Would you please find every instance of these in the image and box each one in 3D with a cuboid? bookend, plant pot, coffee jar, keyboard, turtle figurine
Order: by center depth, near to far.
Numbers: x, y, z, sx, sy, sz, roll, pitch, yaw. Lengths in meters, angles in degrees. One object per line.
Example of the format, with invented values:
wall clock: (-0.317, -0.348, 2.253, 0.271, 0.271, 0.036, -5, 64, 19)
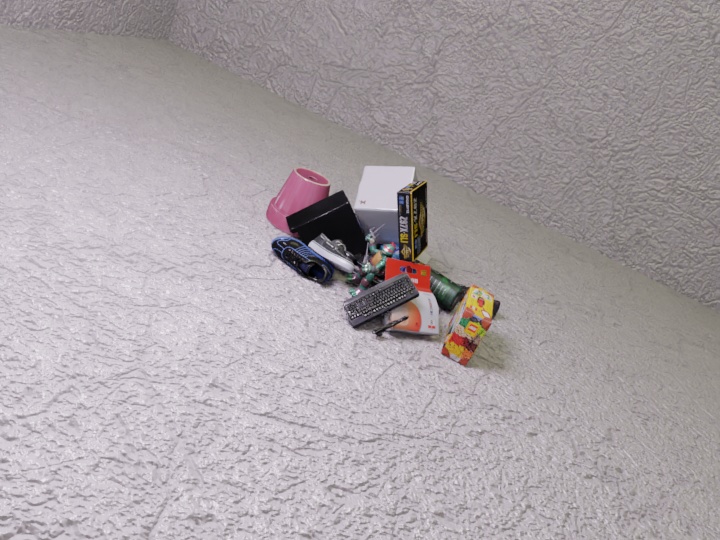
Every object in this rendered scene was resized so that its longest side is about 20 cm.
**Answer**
keyboard: (0.064, 0.095, 1.435, 0.199, 0.021, 0.127, -26, 76, -15)
turtle figurine: (0.035, -0.022, 1.556, 0.100, 0.200, 0.150, 29, 29, -10)
bookend: (-0.097, -0.112, 1.732, 0.200, 0.198, 0.092, 64, 0, -36)
coffee jar: (0.224, 0.042, 1.757, 0.200, 0.086, 0.104, 32, 7, 16)
plant pot: (-0.187, -0.228, 1.808, 0.199, 0.179, 0.200, 21, 23, -9)

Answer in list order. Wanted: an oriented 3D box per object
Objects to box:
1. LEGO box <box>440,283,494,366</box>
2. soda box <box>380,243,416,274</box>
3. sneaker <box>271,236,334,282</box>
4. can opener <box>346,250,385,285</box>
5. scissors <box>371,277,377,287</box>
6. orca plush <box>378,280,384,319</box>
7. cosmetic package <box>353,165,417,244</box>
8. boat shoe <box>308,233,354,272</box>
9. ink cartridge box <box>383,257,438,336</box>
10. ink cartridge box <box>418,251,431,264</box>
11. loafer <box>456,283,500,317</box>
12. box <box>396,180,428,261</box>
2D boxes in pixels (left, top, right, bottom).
LEGO box: (0.300, 0.147, 1.542, 0.077, 0.149, 0.200, 27, 23, 5)
soda box: (0.113, -0.024, 1.677, 0.064, 0.068, 0.200, -7, 17, -9)
sneaker: (-0.167, -0.031, 1.553, 0.199, 0.070, 0.078, 27, 16, 2)
can opener: (0.000, 0.000, 1.664, 0.200, 0.064, 0.079, 32, 4, 11)
scissors: (0.032, 0.024, 1.710, 0.073, 0.014, 0.200, 29, 25, 1)
orca plush: (0.046, 0.073, 1.547, 0.071, 0.106, 0.200, -4, 27, 22)
cosmetic package: (0.093, -0.200, 1.742, 0.166, 0.200, 0.168, 5, 63, 18)
boat shoe: (-0.077, -0.059, 1.597, 0.200, 0.071, 0.072, 33, -6, 43)
ink cartridge box: (0.143, 0.071, 1.516, 0.162, 0.201, 0.050, 10, -12, -31)
ink cartridge box: (0.148, -0.075, 1.941, 0.200, 0.050, 0.109, 38, 25, 5)
loafer: (0.374, 0.082, 1.858, 0.200, 0.063, 0.072, 32, 24, 14)
box: (0.151, -0.143, 1.592, 0.049, 0.201, 0.160, 5, 20, 22)
